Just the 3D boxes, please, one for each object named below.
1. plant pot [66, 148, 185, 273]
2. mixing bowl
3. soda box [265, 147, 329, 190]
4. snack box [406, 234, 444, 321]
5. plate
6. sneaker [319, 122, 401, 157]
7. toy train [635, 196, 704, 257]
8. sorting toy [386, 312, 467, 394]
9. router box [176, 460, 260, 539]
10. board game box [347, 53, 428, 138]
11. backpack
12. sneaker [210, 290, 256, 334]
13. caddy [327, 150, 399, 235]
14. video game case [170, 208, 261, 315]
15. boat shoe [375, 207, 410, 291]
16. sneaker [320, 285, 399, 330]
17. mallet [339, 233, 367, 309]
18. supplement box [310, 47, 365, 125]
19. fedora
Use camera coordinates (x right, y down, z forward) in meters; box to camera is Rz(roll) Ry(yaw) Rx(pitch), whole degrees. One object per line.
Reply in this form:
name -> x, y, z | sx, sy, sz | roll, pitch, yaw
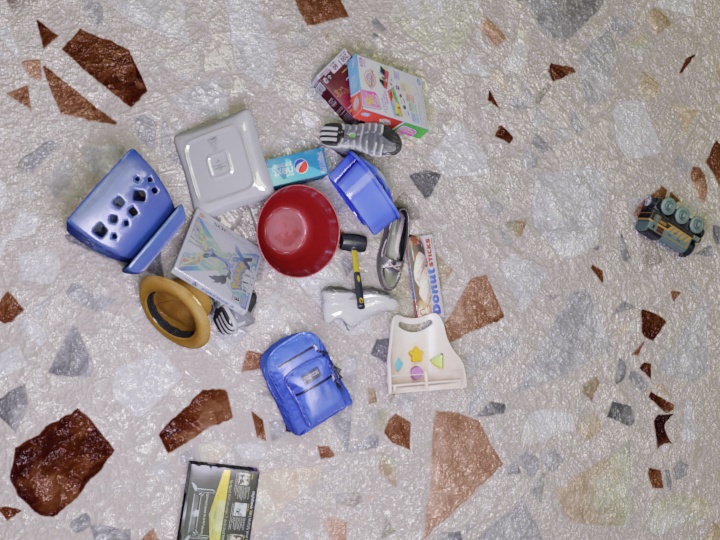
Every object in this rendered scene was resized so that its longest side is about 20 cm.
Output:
plant pot -> -0.480, -0.106, 1.575 | 0.180, 0.199, 0.201 | 43, 74, -15
mixing bowl -> -0.156, -0.089, 1.706 | 0.195, 0.108, 0.206 | -2, 95, -25
soda box -> -0.176, -0.226, 1.742 | 0.195, 0.068, 0.066 | -15, 90, -18
snack box -> 0.155, 0.017, 1.845 | 0.070, 0.024, 0.206 | -8, 88, -17
plate -> -0.308, -0.233, 1.675 | 0.195, 0.032, 0.205 | -17, 89, 12
sneaker -> 0.009, -0.298, 1.775 | 0.195, 0.115, 0.077 | 12, 83, 13
toy train -> 0.838, -0.119, 2.044 | 0.197, 0.085, 0.116 | 28, 90, -15
sorting toy -> 0.138, 0.194, 1.787 | 0.195, 0.107, 0.185 | -1, 81, -17
router box -> -0.311, 0.526, 1.641 | 0.153, 0.052, 0.206 | 11, 82, -16
board game box -> 0.066, -0.409, 1.779 | 0.196, 0.040, 0.157 | 11, 62, -33
backpack -> -0.119, 0.237, 1.670 | 0.160, 0.167, 0.203 | -27, 89, -24
sneaker -> -0.295, 0.042, 1.684 | 0.114, 0.075, 0.203 | -13, 71, -45
caddy -> 0.016, -0.183, 1.742 | 0.104, 0.142, 0.201 | -39, 123, -2
video game case -> -0.304, -0.022, 1.632 | 0.180, 0.022, 0.203 | 33, 37, -22
boat shoe -> 0.080, -0.054, 1.811 | 0.065, 0.057, 0.206 | 11, 82, -16
sneaker -> -0.005, 0.091, 1.773 | 0.195, 0.078, 0.102 | 3, 103, -19
mallet -> 0.000, 0.000, 1.750 | 0.064, 0.041, 0.204 | -1, 56, -21
supplement box -> -0.012, -0.415, 1.813 | 0.200, 0.061, 0.109 | 46, 73, -9
fedora -> -0.380, 0.073, 1.607 | 0.202, 0.200, 0.082 | 50, 47, -7
